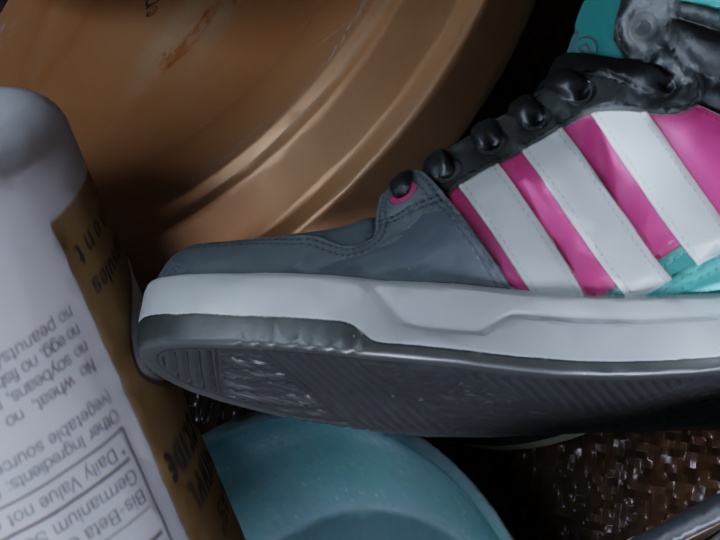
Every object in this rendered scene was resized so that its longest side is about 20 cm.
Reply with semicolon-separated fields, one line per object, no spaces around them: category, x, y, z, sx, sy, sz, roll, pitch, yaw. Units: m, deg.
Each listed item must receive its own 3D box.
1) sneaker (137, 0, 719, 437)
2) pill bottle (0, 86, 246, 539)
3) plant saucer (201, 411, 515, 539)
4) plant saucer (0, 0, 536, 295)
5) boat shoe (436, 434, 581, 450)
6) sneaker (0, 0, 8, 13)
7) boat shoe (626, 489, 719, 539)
sneaker;0.050;-0.030;0.636;0.199;0.084;0.121;-1;72;4
pill bottle;-0.087;0.068;0.671;0.114;0.114;0.201;-2;117;45
plant saucer;-0.009;0.136;0.738;0.200;0.036;0.201;-11;74;43
plant saucer;-0.038;-0.065;0.752;0.200;0.032;0.201;-27;40;25
boat shoe;0.000;0.003;0.739;0.201;0.063;0.074;7;84;44
sneaker;-0.128;-0.097;0.878;0.072;0.072;0.201;35;105;41
boat shoe;0.057;0.099;0.624;0.200;0.060;0.074;-30;69;18
